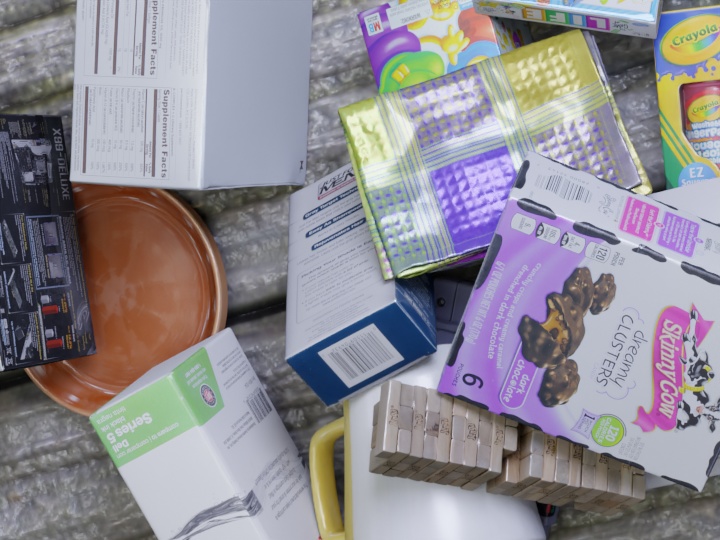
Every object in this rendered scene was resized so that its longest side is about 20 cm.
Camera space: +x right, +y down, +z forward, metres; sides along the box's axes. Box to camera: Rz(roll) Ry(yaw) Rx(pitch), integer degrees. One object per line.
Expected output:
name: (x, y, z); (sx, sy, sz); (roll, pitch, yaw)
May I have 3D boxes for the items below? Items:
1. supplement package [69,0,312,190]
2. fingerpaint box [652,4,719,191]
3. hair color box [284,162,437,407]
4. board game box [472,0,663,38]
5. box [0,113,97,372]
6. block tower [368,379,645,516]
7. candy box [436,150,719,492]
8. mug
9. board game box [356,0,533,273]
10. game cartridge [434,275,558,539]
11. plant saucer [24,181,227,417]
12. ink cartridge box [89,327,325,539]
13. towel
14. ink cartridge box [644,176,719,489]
supplement package: (-0.125, -0.142, 1.758); (0.110, 0.200, 0.157); (4, 94, 20)
fingerpaint box: (0.318, -0.113, 1.662); (0.199, 0.073, 0.168); (-4, 92, 20)
hair color box: (0.000, 0.000, 1.727); (0.100, 0.200, 0.061); (-28, 124, 20)
board game box: (0.164, -0.274, 1.662); (0.134, 0.034, 0.201); (10, 77, 11)
box: (-0.276, -0.023, 1.813); (0.050, 0.158, 0.201); (-9, 90, 21)
block tower: (0.100, 0.127, 1.631); (0.199, 0.058, 0.054); (13, 66, -19)
candy box: (0.173, 0.036, 1.572); (0.199, 0.072, 0.168); (21, 123, 3)
mug: (0.034, 0.141, 1.717); (0.186, 0.149, 0.154); (-11, 81, 14)
board game box: (0.084, -0.110, 1.733); (0.103, 0.105, 0.201); (-17, 86, 20)
game cartridge: (0.101, 0.114, 1.778); (0.129, 0.038, 0.201); (13, 97, 24)
plant saucer: (-0.199, 0.021, 1.886); (0.199, 0.032, 0.202); (1, 92, 20)
ink cartridge box: (-0.105, 0.163, 1.779); (0.084, 0.145, 0.201); (-28, 94, 19)
towel: (0.094, -0.083, 1.641); (0.199, 0.023, 0.144); (-17, 74, 3)
ink cartridge box: (0.241, 0.043, 1.650); (0.145, 0.084, 0.201); (-13, 115, 22)
